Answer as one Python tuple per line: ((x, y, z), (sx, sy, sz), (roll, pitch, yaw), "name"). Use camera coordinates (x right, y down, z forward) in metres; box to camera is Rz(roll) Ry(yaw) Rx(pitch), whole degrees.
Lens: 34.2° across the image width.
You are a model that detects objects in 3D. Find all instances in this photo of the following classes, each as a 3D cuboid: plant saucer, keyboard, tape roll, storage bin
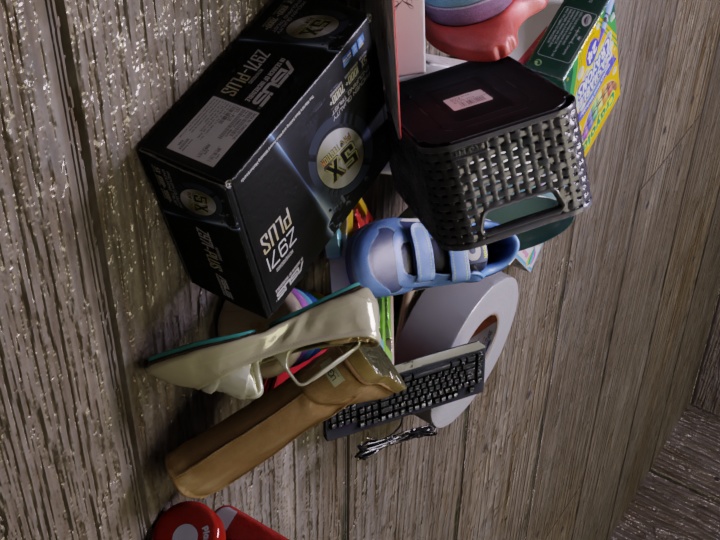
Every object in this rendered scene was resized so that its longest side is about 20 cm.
((0.124, -0.053, 1.225), (0.200, 0.198, 0.028), (36, 44, -65), "plant saucer")
((0.050, 0.152, 1.297), (0.198, 0.021, 0.128), (-15, 129, -21), "keyboard")
((0.113, 0.085, 1.405), (0.200, 0.066, 0.201), (-46, 153, -32), "tape roll")
((0.101, -0.108, 1.009), (0.134, 0.200, 0.095), (-18, 114, -6), "storage bin")

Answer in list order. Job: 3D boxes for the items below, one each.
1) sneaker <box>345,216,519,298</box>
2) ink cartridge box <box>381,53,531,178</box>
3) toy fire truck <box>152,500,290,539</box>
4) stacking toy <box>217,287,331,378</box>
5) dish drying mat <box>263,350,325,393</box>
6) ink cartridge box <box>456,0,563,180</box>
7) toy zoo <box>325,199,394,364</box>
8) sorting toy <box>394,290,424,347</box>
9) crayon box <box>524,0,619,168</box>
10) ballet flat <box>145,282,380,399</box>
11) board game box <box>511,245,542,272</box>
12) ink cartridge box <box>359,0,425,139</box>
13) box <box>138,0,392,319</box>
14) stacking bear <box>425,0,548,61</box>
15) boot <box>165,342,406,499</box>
((0.070, -0.018, 1.110), (0.199, 0.082, 0.075), (-11, 94, -42), "sneaker")
((0.085, -0.150, 1.160), (0.198, 0.068, 0.116), (4, 109, -31), "ink cartridge box")
((-0.126, 0.318, 1.060), (0.201, 0.167, 0.112), (-58, 154, -19), "toy fire truck")
((-0.052, 0.050, 1.099), (0.200, 0.085, 0.086), (-3, 113, -68), "stacking toy")
((-0.048, 0.117, 1.231), (0.200, 0.018, 0.078), (3, 108, -63), "dish drying mat")
((0.179, -0.203, 1.342), (0.145, 0.083, 0.201), (-51, 150, -33), "ink cartridge box")
((0.000, 0.000, 1.151), (0.200, 0.020, 0.132), (58, 28, -60), "toy zoo")
((0.093, 0.008, 1.411), (0.185, 0.036, 0.202), (-30, 141, -53), "sorting toy")
((0.241, -0.202, 1.308), (0.126, 0.051, 0.200), (-58, 154, -20), "crayon box")
((-0.075, 0.070, 0.957), (0.198, 0.070, 0.070), (-20, 142, -5), "ballet flat")
((0.220, -0.086, 1.583), (0.136, 0.034, 0.200), (-66, 156, -4), "board game box")
((0.029, -0.238, 0.935), (0.201, 0.044, 0.177), (85, -7, -45), "ink cartridge box")
((-0.066, -0.094, 0.935), (0.201, 0.086, 0.164), (-53, 153, -28), "box")
((0.088, -0.307, 1.045), (0.122, 0.113, 0.201), (-54, 141, -33), "stacking bear")
((-0.065, 0.130, 1.069), (0.199, 0.066, 0.175), (-35, 162, 7), "boot")
